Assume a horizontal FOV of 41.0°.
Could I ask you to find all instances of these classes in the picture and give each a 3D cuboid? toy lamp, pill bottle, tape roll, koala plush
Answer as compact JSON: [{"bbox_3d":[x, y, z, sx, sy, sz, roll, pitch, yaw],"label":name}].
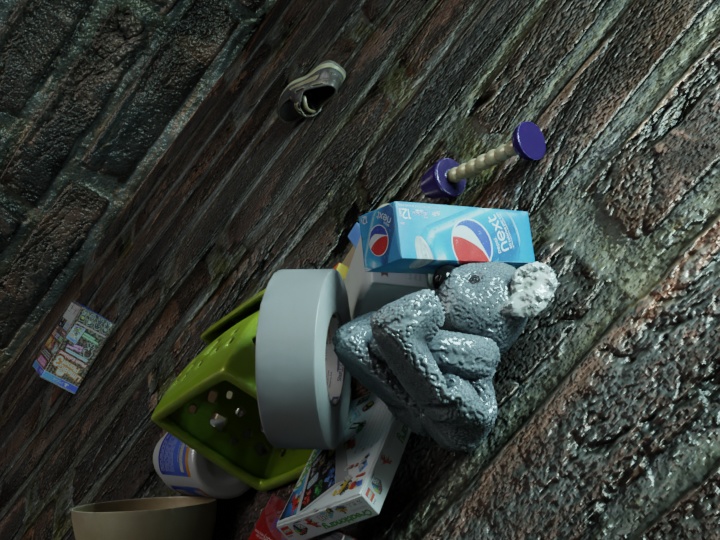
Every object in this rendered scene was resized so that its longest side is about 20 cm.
[{"bbox_3d":[0.155,-0.140,1.275,0.200,0.058,0.058,-19,44,49],"label":"toy lamp"},{"bbox_3d":[-0.233,0.275,1.415,0.200,0.112,0.112,-15,47,58],"label":"pill bottle"},{"bbox_3d":[-0.059,0.098,1.075,0.066,0.200,0.200,-1,46,10],"label":"tape roll"},{"bbox_3d":[0.110,0.068,1.026,0.200,0.184,0.177,-44,6,-24],"label":"koala plush"}]

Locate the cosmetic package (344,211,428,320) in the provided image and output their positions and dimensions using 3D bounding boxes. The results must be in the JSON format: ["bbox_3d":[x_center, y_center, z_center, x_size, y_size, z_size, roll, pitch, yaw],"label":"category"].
[{"bbox_3d":[0.025,0.024,1.182,0.200,0.074,0.102,115,158,-59],"label":"cosmetic package"}]

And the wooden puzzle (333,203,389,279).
[{"bbox_3d":[0.000,0.000,1.399,0.200,0.046,0.185,-53,25,8],"label":"wooden puzzle"}]

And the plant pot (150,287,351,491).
[{"bbox_3d":[-0.126,0.151,1.284,0.200,0.199,0.182,-34,26,42],"label":"plant pot"}]

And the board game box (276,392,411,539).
[{"bbox_3d":[-0.007,0.210,1.088,0.126,0.035,0.200,-28,19,33],"label":"board game box"}]

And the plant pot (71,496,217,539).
[{"bbox_3d":[-0.298,0.392,1.339,0.200,0.200,0.135,-16,75,55],"label":"plant pot"}]

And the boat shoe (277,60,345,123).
[{"bbox_3d":[-0.112,-0.361,2.007,0.200,0.074,0.073,-34,33,43],"label":"boat shoe"}]

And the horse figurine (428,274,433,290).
[{"bbox_3d":[0.104,0.010,1.195,0.200,0.050,0.133,-53,17,16],"label":"horse figurine"}]

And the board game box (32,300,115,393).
[{"bbox_3d":[-0.728,0.191,2.441,0.200,0.097,0.159,-61,25,-8],"label":"board game box"}]

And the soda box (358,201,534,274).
[{"bbox_3d":[0.098,-0.033,1.071,0.068,0.200,0.064,-20,73,51],"label":"soda box"}]

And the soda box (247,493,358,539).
[{"bbox_3d":[-0.055,0.318,1.096,0.070,0.063,0.200,-62,24,-13],"label":"soda box"}]

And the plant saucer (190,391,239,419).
[{"bbox_3d":[-0.259,0.236,1.612,0.200,0.029,0.200,-41,29,29],"label":"plant saucer"}]
